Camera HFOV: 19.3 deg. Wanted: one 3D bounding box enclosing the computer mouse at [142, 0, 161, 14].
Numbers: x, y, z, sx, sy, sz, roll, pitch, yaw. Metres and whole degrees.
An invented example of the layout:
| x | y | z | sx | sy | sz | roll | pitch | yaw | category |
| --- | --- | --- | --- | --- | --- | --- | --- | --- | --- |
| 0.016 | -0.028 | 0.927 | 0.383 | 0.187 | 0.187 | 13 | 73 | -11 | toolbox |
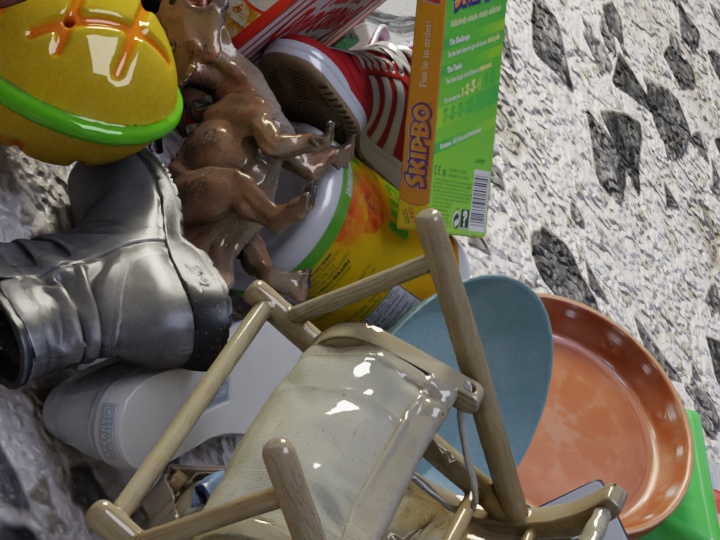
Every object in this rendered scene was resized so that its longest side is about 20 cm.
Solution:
| x | y | z | sx | sy | sz | roll | pitch | yaw | category |
| --- | --- | --- | --- | --- | --- | --- | --- | --- | --- |
| -0.154 | -0.208 | 1.335 | 0.200 | 0.053 | 0.139 | 34 | 38 | -41 | computer mouse |

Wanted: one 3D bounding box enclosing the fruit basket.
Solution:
| x | y | z | sx | sy | sz | roll | pitch | yaw | category |
| --- | --- | --- | --- | --- | --- | --- | --- | --- | --- |
| 0.243 | 0.195 | 1.625 | 0.200 | 0.093 | 0.186 | 45 | 31 | -45 | fruit basket |

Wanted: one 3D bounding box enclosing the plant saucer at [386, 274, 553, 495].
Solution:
| x | y | z | sx | sy | sz | roll | pitch | yaw | category |
| --- | --- | --- | --- | --- | --- | --- | --- | --- | --- |
| 0.040 | 0.089 | 1.315 | 0.039 | 0.202 | 0.200 | 29 | 6 | 38 | plant saucer |

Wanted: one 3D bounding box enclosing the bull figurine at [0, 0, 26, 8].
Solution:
| x | y | z | sx | sy | sz | roll | pitch | yaw | category |
| --- | --- | --- | --- | --- | --- | --- | --- | --- | --- |
| -0.241 | -0.186 | 1.099 | 0.121 | 0.066 | 0.200 | -21 | 38 | -29 | bull figurine |

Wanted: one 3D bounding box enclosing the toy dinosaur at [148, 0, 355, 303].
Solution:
| x | y | z | sx | sy | sz | roll | pitch | yaw | category |
| --- | --- | --- | --- | --- | --- | --- | --- | --- | --- |
| -0.083 | -0.055 | 1.206 | 0.086 | 0.134 | 0.201 | 85 | 18 | -59 | toy dinosaur |

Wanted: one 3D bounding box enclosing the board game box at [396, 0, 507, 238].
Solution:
| x | y | z | sx | sy | sz | roll | pitch | yaw | category |
| --- | --- | --- | --- | --- | --- | --- | --- | --- | --- |
| 0.060 | -0.123 | 1.308 | 0.095 | 0.030 | 0.202 | 3 | 95 | -65 | board game box |

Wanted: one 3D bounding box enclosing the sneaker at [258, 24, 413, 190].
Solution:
| x | y | z | sx | sy | sz | roll | pitch | yaw | category |
| --- | --- | --- | --- | --- | --- | --- | --- | --- | --- |
| 0.006 | -0.126 | 1.345 | 0.113 | 0.071 | 0.200 | -63 | 151 | -13 | sneaker |

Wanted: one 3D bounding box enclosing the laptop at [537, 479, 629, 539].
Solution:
| x | y | z | sx | sy | sz | roll | pitch | yaw | category |
| --- | --- | --- | --- | --- | --- | --- | --- | --- | --- |
| 0.116 | 0.252 | 1.318 | 0.188 | 0.199 | 0.116 | 65 | -12 | 5 | laptop |

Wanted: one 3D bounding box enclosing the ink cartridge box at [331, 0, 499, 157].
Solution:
| x | y | z | sx | sy | sz | roll | pitch | yaw | category |
| --- | --- | --- | --- | --- | --- | --- | --- | --- | --- |
| 0.008 | -0.164 | 1.534 | 0.146 | 0.084 | 0.201 | 12 | 55 | -54 | ink cartridge box |

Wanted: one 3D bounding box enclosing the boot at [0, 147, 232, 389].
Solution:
| x | y | z | sx | sy | sz | roll | pitch | yaw | category |
| --- | --- | --- | --- | --- | --- | --- | --- | --- | --- |
| -0.159 | -0.011 | 1.126 | 0.131 | 0.070 | 0.200 | -2 | 28 | -26 | boot |

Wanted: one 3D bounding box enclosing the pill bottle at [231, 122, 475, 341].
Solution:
| x | y | z | sx | sy | sz | roll | pitch | yaw | category |
| --- | --- | --- | --- | --- | --- | --- | --- | --- | --- |
| 0.000 | 0.000 | 1.347 | 0.200 | 0.111 | 0.112 | 35 | 38 | -40 | pill bottle |

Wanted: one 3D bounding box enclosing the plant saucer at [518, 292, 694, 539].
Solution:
| x | y | z | sx | sy | sz | roll | pitch | yaw | category |
| --- | --- | --- | --- | --- | --- | --- | --- | --- | --- |
| 0.145 | 0.107 | 1.511 | 0.199 | 0.032 | 0.201 | 16 | 48 | -18 | plant saucer |

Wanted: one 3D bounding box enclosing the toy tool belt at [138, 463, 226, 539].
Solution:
| x | y | z | sx | sy | sz | roll | pitch | yaw | category |
| --- | --- | --- | --- | --- | --- | --- | --- | --- | --- |
| -0.064 | 0.149 | 1.098 | 0.199 | 0.122 | 0.126 | 9 | 57 | -56 | toy tool belt |

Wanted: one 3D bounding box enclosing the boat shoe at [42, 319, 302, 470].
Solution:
| x | y | z | sx | sy | sz | roll | pitch | yaw | category |
| --- | --- | --- | --- | --- | --- | --- | --- | --- | --- |
| -0.098 | 0.066 | 1.175 | 0.200 | 0.068 | 0.073 | -26 | 122 | -55 | boat shoe |

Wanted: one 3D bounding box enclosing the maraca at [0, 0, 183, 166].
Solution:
| x | y | z | sx | sy | sz | roll | pitch | yaw | category |
| --- | --- | --- | --- | --- | --- | --- | --- | --- | --- |
| -0.183 | -0.131 | 1.161 | 0.200 | 0.107 | 0.137 | 39 | 27 | 17 | maraca |

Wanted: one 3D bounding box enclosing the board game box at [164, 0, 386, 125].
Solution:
| x | y | z | sx | sy | sz | roll | pitch | yaw | category |
| --- | --- | --- | --- | --- | --- | --- | --- | --- | --- |
| -0.049 | -0.164 | 1.312 | 0.047 | 0.200 | 0.151 | 57 | 28 | 6 | board game box |

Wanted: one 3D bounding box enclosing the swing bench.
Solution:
| x | y | z | sx | sy | sz | roll | pitch | yaw | category |
| --- | --- | --- | --- | --- | --- | --- | --- | --- | --- |
| 0.007 | 0.118 | 1.016 | 0.201 | 0.129 | 0.199 | 56 | 37 | -17 | swing bench |
